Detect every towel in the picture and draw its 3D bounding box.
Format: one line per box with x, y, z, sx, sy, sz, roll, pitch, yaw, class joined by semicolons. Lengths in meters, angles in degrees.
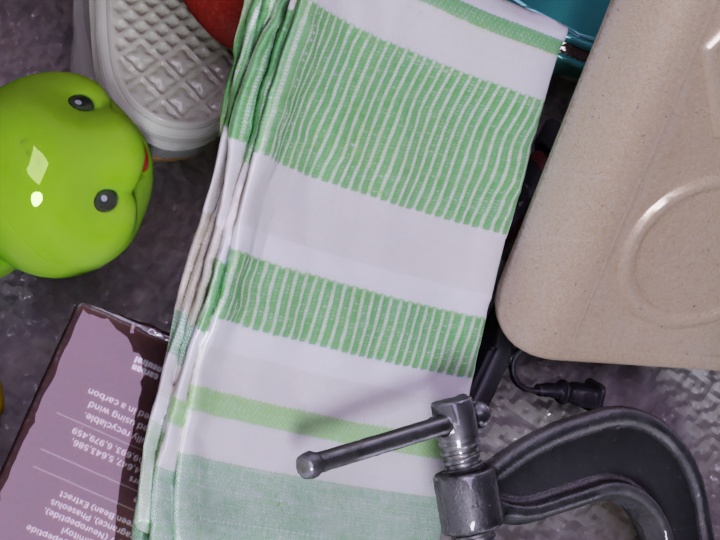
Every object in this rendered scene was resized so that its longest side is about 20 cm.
0.000;0.000;0.792;0.152;0.023;0.201;13;89;-50;towel

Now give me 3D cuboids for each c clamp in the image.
0.064;0.131;0.836;0.170;0.027;0.201;-20;99;-38;c clamp

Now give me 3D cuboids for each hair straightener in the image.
0.060;0.021;0.899;0.077;0.041;0.200;38;68;-12;hair straightener

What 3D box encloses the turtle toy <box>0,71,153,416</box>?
-0.166;-0.013;0.818;0.199;0.101;0.147;-15;80;-8;turtle toy

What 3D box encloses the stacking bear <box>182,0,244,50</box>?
-0.071;-0.156;0.816;0.200;0.121;0.114;44;64;-4;stacking bear

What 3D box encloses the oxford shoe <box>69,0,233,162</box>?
-0.072;-0.125;0.893;0.075;0.058;0.201;7;63;-15;oxford shoe

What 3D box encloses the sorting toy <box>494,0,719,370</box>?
0.163;-0.042;0.859;0.199;0.186;0.037;7;34;-20;sorting toy

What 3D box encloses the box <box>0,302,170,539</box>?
-0.104;0.121;0.807;0.075;0.100;0.201;23;73;-5;box

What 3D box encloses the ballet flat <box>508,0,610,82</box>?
0.115;-0.086;0.908;0.199;0.070;0.068;13;64;2;ballet flat
